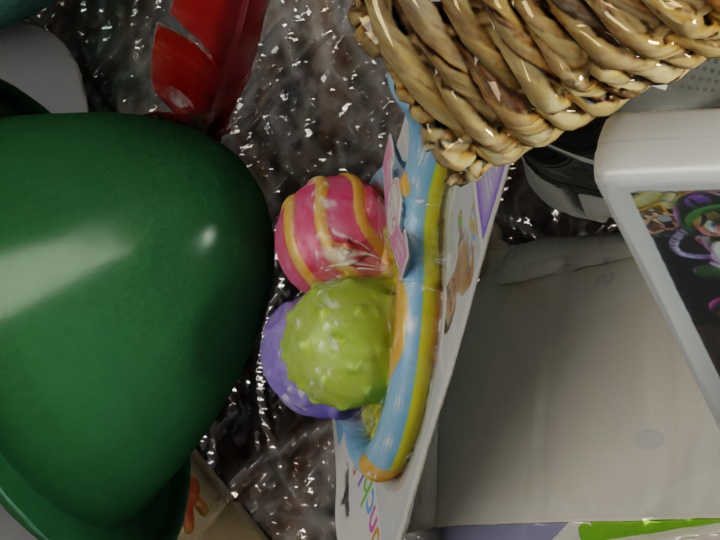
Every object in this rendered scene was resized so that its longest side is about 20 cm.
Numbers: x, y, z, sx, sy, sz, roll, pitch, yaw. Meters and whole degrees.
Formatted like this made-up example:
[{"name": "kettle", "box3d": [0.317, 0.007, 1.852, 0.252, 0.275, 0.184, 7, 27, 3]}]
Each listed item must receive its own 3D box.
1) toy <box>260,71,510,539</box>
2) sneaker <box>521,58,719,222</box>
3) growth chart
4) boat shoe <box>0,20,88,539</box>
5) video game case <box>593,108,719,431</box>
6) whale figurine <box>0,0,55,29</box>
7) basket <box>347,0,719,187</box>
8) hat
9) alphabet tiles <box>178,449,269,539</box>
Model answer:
[{"name": "toy", "box3d": [0.000, 0.000, 0.876, 0.115, 0.047, 0.200, -95, 19, -48]}, {"name": "sneaker", "box3d": [0.113, -0.050, 0.843, 0.200, 0.090, 0.067, 4, 68, 36]}, {"name": "growth chart", "box3d": [0.081, 0.047, 0.889, 0.199, 0.018, 0.145, 1, 72, 35]}, {"name": "boat shoe", "box3d": [-0.121, 0.016, 1.029, 0.057, 0.068, 0.201, 159, 113, -64]}, {"name": "video game case", "box3d": [0.176, 0.016, 0.732, 0.199, 0.182, 0.023, -1, 57, 23]}, {"name": "whale figurine", "box3d": [-0.167, -0.146, 0.965, 0.159, 0.200, 0.104, -28, 46, 41]}, {"name": "basket", "box3d": [0.086, -0.133, 0.706, 0.149, 0.200, 0.143, -26, 93, 41]}, {"name": "hat", "box3d": [-0.031, -0.016, 0.907, 0.176, 0.200, 0.166, -21, 60, 19]}, {"name": "alphabet tiles", "box3d": [-0.089, 0.138, 1.030, 0.200, 0.006, 0.167, 48, 112, 28]}]
